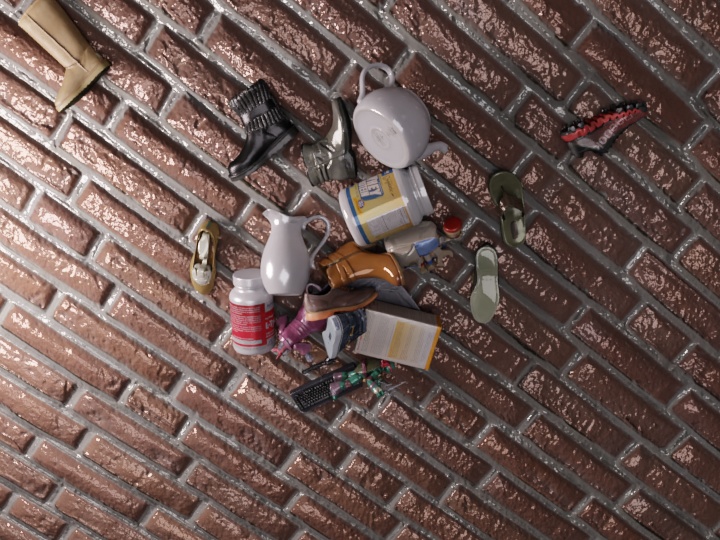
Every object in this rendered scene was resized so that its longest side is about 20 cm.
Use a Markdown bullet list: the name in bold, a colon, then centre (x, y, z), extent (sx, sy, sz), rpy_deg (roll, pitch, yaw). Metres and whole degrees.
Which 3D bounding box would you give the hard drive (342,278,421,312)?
- **hard drive**: centre (0.054, 0.074, 1.740), extent (0.135, 0.042, 0.200), rpy_deg (-39, 105, 13)

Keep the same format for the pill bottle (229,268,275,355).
- **pill bottle**: centre (-0.274, 0.103, 1.719), extent (0.111, 0.112, 0.202), rpy_deg (0, 110, 1)

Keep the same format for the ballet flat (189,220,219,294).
- **ballet flat**: centre (-0.398, -0.026, 1.704), extent (0.068, 0.063, 0.202), rpy_deg (8, 109, -1)

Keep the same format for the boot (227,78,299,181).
- **boot**: centre (-0.265, -0.328, 1.587), extent (0.211, 0.079, 0.158), rpy_deg (-40, 111, 2)

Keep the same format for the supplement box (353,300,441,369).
- **supplement box**: centre (0.092, 0.159, 1.706), extent (0.198, 0.074, 0.127), rpy_deg (14, 111, -3)

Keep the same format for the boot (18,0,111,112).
- **boot**: centre (-0.698, -0.494, 1.552), extent (0.175, 0.066, 0.200), rpy_deg (-44, 104, 2)

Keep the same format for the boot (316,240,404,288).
- **boot**: centre (0.000, 0.000, 1.612), extent (0.154, 0.200, 0.077), rpy_deg (-26, 139, -21)

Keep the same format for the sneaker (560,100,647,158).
- **sneaker**: centre (0.573, -0.324, 1.578), extent (0.199, 0.071, 0.099), rpy_deg (-22, 107, 11)

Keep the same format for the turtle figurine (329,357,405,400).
- **turtle figurine**: centre (0.024, 0.276, 1.751), extent (0.198, 0.150, 0.102), rpy_deg (-15, 87, 12)

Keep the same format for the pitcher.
- **pitcher**: centre (-0.158, -0.041, 1.656), extent (0.169, 0.121, 0.203), rpy_deg (1, 84, -7)

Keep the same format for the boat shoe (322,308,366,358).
- **boat shoe**: centre (-0.037, 0.158, 1.664), extent (0.090, 0.201, 0.071), rpy_deg (-15, 69, -16)

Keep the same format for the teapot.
- **teapot**: centre (0.087, -0.346, 1.543), extent (0.146, 0.197, 0.201), rpy_deg (-47, 149, -21)

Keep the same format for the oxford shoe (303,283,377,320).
- **oxford shoe**: centre (-0.045, 0.062, 1.646), extent (0.198, 0.071, 0.074), rpy_deg (-17, 101, -30)

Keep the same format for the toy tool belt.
- **toy tool belt**: centre (0.163, -0.058, 1.668), extent (0.198, 0.126, 0.123), rpy_deg (-16, 139, 10)

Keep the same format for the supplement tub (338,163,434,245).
- **supplement tub**: centre (0.062, -0.157, 1.606), extent (0.198, 0.145, 0.146), rpy_deg (-22, 107, 8)

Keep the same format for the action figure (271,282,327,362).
- **action figure**: centre (-0.144, 0.148, 1.709), extent (0.134, 0.149, 0.200), rpy_deg (41, 77, 5)

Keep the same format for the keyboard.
- **keyboard**: centre (-0.100, 0.301, 1.833), extent (0.198, 0.021, 0.128), rpy_deg (-26, 107, 9)

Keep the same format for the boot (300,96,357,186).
- **boot**: centre (-0.084, -0.301, 1.605), extent (0.129, 0.068, 0.202), rpy_deg (-5, 107, 9)

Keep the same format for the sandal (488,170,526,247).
- **sandal**: centre (0.368, -0.148, 1.649), extent (0.079, 0.057, 0.203), rpy_deg (-17, 108, 7)

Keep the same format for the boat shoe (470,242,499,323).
- **boat shoe**: centre (0.318, 0.031, 1.709), extent (0.071, 0.061, 0.204), rpy_deg (6, 109, 12)
